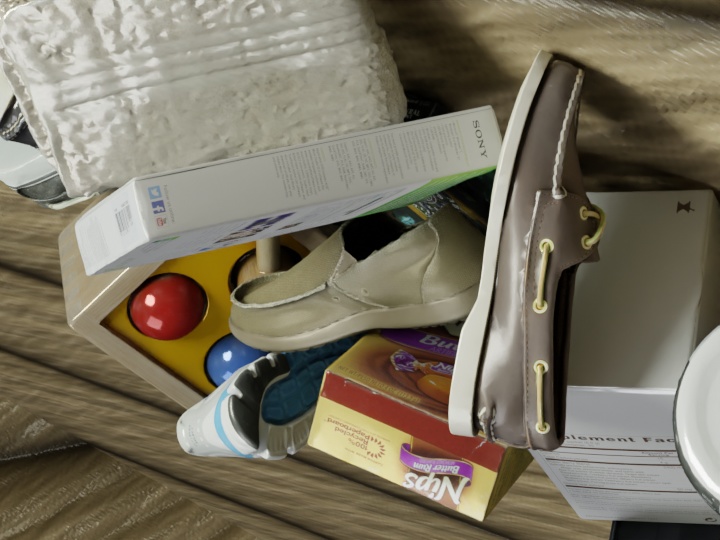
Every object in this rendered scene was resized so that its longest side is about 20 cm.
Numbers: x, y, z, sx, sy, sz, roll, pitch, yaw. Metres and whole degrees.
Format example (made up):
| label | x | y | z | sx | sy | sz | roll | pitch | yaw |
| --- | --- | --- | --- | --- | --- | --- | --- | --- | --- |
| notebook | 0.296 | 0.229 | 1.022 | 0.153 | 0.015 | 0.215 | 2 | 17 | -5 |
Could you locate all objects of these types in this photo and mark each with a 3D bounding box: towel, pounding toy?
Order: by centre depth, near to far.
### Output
| label | x | y | z | sx | sy | sz | roll | pitch | yaw |
| --- | --- | --- | --- | --- | --- | --- | --- | --- | --- |
| towel | -0.084 | -0.110 | 1.146 | 0.199 | 0.035 | 0.133 | -11 | 131 | 11 |
| pounding toy | -0.078 | -0.011 | 1.436 | 0.184 | 0.200 | 0.142 | 38 | -160 | -32 |

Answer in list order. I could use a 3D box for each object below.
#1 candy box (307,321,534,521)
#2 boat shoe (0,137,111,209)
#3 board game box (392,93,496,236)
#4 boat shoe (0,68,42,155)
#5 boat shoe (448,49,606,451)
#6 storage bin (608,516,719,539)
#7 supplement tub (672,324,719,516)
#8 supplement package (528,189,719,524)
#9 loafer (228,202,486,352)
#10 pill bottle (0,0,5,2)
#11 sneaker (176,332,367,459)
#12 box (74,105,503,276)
| label | x | y | z | sx | sy | sz | roll | pitch | yaw |
| --- | --- | --- | --- | --- | --- | --- | --- | --- | --- |
| candy box | 0.062 | 0.068 | 1.346 | 0.116 | 0.057 | 0.200 | 22 | -156 | 14 |
| boat shoe | -0.135 | -0.091 | 1.369 | 0.199 | 0.071 | 0.064 | -18 | 138 | 29 |
| board game box | 0.053 | -0.045 | 1.365 | 0.135 | 0.028 | 0.200 | 13 | 159 | 48 |
| boat shoe | -0.185 | -0.113 | 1.323 | 0.060 | 0.074 | 0.200 | 28 | -171 | -11 |
| boat shoe | 0.092 | -0.009 | 1.133 | 0.059 | 0.201 | 0.072 | 13 | -174 | 13 |
| storage bin | 0.228 | 0.171 | 1.358 | 0.134 | 0.200 | 0.094 | -4 | 117 | 16 |
| supplement tub | 0.245 | 0.100 | 1.162 | 0.122 | 0.123 | 0.200 | 20 | 170 | 31 |
| supplement package | 0.158 | 0.052 | 1.261 | 0.119 | 0.122 | 0.200 | 0 | 153 | 23 |
| loafer | 0.000 | 0.000 | 1.319 | 0.199 | 0.076 | 0.068 | -11 | 104 | 35 |
| pill bottle | -0.119 | -0.136 | 1.221 | 0.200 | 0.110 | 0.109 | 34 | 164 | -20 |
| sneaker | -0.037 | 0.074 | 1.408 | 0.086 | 0.075 | 0.199 | -19 | 176 | 42 |
| box | -0.040 | -0.041 | 1.183 | 0.199 | 0.037 | 0.144 | -12 | 177 | -21 |
